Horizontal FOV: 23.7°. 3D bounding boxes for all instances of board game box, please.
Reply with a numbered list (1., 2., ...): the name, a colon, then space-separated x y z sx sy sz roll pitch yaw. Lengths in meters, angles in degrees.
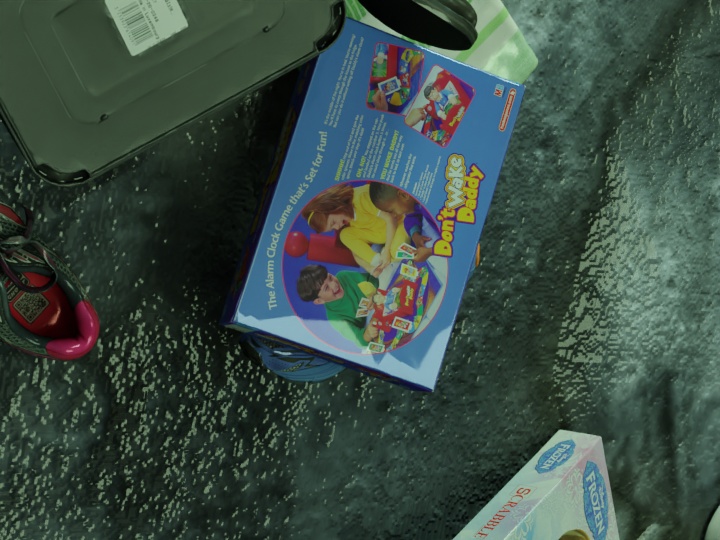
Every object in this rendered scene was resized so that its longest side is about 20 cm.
1. board game box: 0.008 -0.041 1.061 0.134 0.045 0.201 20 82 -13
2. board game box: 0.132 0.255 1.275 0.199 0.041 0.201 -38 123 -44

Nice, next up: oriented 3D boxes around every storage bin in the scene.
1. storage bin: -0.125 -0.155 0.959 0.199 0.094 0.136 -30 120 -10

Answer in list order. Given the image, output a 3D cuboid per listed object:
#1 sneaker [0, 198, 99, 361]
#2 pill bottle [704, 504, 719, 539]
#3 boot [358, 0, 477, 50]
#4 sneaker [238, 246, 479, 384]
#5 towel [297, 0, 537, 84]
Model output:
1. sneaker: -0.223 -0.021 0.970 0.200 0.075 0.081 41 80 -35
2. pill bottle: 0.384 0.253 1.391 0.113 0.200 0.114 -11 110 -31
3. boot: 0.038 -0.250 1.038 0.200 0.069 0.174 42 80 5
4. sneaker: 0.000 0.000 1.118 0.200 0.075 0.079 -35 153 -30
5. towel: 0.026 -0.159 1.132 0.153 0.023 0.200 -48 124 -14
